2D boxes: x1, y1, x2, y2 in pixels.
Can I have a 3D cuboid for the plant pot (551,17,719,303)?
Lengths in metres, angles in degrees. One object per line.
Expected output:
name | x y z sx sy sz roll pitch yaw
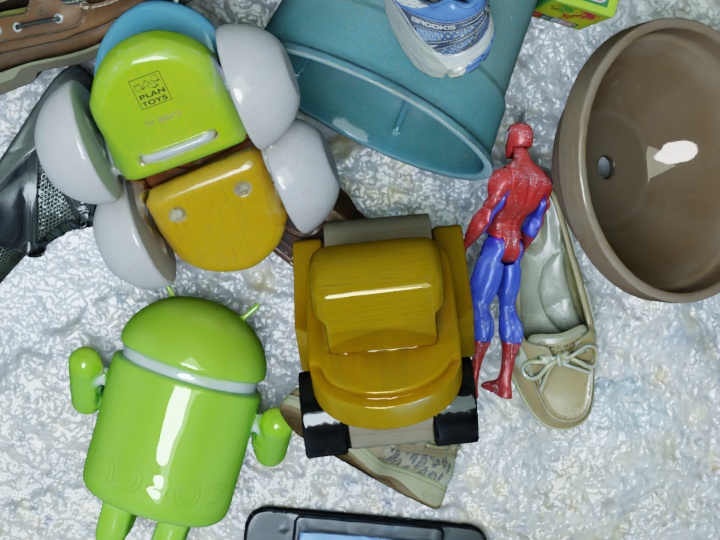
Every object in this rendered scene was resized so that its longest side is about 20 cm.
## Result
plant pot | 0.208 -0.079 1.032 0.198 0.092 0.204 -1 92 -31

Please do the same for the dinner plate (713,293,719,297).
dinner plate | 0.295 -0.080 1.114 0.197 0.024 0.203 0 95 -5

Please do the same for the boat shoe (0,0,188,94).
boat shoe | -0.212 -0.188 1.006 0.198 0.072 0.069 -21 115 13

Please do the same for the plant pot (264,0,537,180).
plant pot | 0.044 -0.198 1.006 0.198 0.200 0.198 26 84 -7

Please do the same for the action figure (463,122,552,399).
action figure | 0.102 -0.009 1.034 0.065 0.051 0.203 6 100 -35

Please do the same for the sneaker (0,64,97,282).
sneaker | -0.224 -0.041 1.042 0.114 0.076 0.201 34 85 0

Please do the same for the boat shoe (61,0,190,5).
boat shoe | -0.111 -0.206 0.907 0.199 0.071 0.068 -30 116 -34

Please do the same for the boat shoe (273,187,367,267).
boat shoe | 0.000 0.000 1.071 0.200 0.071 0.070 41 109 -11

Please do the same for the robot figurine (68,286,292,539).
robot figurine | -0.138 0.111 1.041 0.173 0.116 0.203 16 93 1

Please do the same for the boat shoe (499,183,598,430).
boat shoe | 0.146 0.028 1.088 0.072 0.063 0.204 -7 95 -5

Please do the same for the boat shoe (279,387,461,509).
boat shoe | 0.010 0.119 1.044 0.073 0.200 0.063 23 80 37

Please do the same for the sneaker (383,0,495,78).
sneaker | 0.021 -0.221 0.879 0.077 0.085 0.201 -36 78 -10

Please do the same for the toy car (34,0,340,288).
toy car | -0.118 -0.098 0.962 0.173 0.151 0.201 -19 136 7

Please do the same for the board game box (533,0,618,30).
board game box | 0.182 -0.289 1.048 0.047 0.102 0.203 14 93 -6

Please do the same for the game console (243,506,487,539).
game console | 0.003 0.284 1.067 0.197 0.119 0.175 6 94 -6

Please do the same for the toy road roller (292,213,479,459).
toy road roller | 0.015 0.018 0.923 0.121 0.202 0.147 -5 136 1
